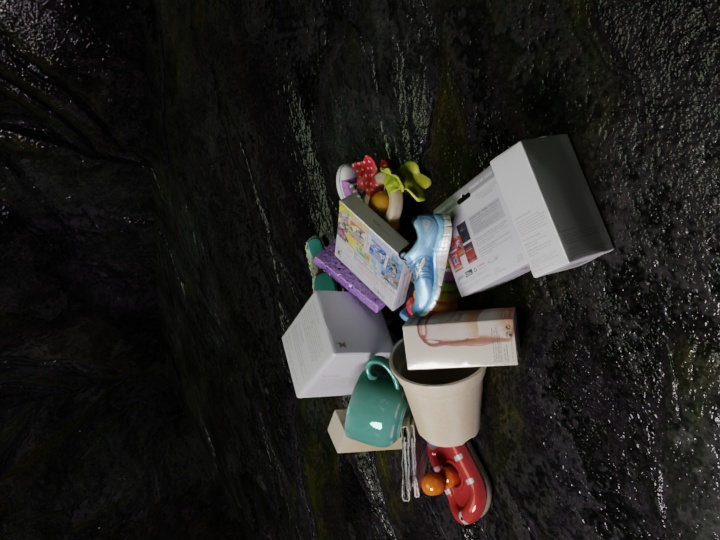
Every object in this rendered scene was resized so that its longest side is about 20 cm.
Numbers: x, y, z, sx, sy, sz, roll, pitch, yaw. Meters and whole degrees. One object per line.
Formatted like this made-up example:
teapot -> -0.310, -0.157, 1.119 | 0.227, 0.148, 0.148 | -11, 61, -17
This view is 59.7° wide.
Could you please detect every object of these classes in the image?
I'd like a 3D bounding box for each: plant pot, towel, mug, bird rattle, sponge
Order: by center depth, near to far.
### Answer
plant pot -> 0.169, 0.243, 1.262 | 0.200, 0.200, 0.185 | 27, 135, 52
bird rattle -> 0.043, -0.164, 1.331 | 0.199, 0.112, 0.164 | 12, 95, 52
mug -> 0.043, 0.292, 1.343 | 0.114, 0.153, 0.186 | 15, 145, 14
towel -> 0.128, 0.379, 1.390 | 0.034, 0.200, 0.194 | 4, 110, 18
sponge -> 0.000, 0.000, 1.438 | 0.200, 0.111, 0.030 | 38, 148, 19

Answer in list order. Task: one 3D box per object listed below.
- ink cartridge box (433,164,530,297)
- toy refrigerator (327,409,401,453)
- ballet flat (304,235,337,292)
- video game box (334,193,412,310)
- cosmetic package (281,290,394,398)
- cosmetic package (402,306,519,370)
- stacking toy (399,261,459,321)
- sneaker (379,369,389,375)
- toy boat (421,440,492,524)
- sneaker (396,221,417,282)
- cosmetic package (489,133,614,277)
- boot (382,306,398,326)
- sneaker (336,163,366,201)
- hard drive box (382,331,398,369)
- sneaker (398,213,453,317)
ink cartridge box -> 0.234, -0.070, 1.109 | 0.200, 0.083, 0.177 | -36, 69, 57
toy refrigerator -> 0.030, 0.377, 1.477 | 0.076, 0.199, 0.070 | 55, 132, 50
ballet flat -> -0.104, 0.003, 1.725 | 0.064, 0.075, 0.202 | 82, 178, -89
video game box -> 0.027, -0.038, 1.337 | 0.200, 0.047, 0.183 | 44, 152, 23
cosmetic package -> -0.055, 0.171, 1.437 | 0.200, 0.165, 0.168 | -51, 46, 41
cosmetic package -> 0.186, 0.123, 1.148 | 0.198, 0.103, 0.088 | -6, 98, 16
stacking toy -> 0.159, 0.021, 1.246 | 0.109, 0.116, 0.201 | 30, 120, 34
sneaker -> 0.064, 0.317, 1.547 | 0.201, 0.088, 0.082 | 75, 168, -46
toy boat -> 0.187, 0.445, 1.344 | 0.201, 0.130, 0.131 | 63, 147, 21
sneaker -> 0.112, -0.060, 1.350 | 0.076, 0.070, 0.201 | -45, 64, 32
cosmetic package -> 0.295, -0.102, 0.973 | 0.081, 0.112, 0.201 | -35, 70, 57
boot -> 0.031, 0.028, 1.507 | 0.200, 0.074, 0.097 | 49, 130, 24
sneaker -> 0.018, -0.157, 1.449 | 0.114, 0.072, 0.202 | -5, 109, 58
hard drive box -> 0.000, 0.182, 1.598 | 0.200, 0.076, 0.157 | 50, 141, 37
sneaker -> 0.112, -0.013, 1.146 | 0.078, 0.089, 0.202 | -68, -13, -70
